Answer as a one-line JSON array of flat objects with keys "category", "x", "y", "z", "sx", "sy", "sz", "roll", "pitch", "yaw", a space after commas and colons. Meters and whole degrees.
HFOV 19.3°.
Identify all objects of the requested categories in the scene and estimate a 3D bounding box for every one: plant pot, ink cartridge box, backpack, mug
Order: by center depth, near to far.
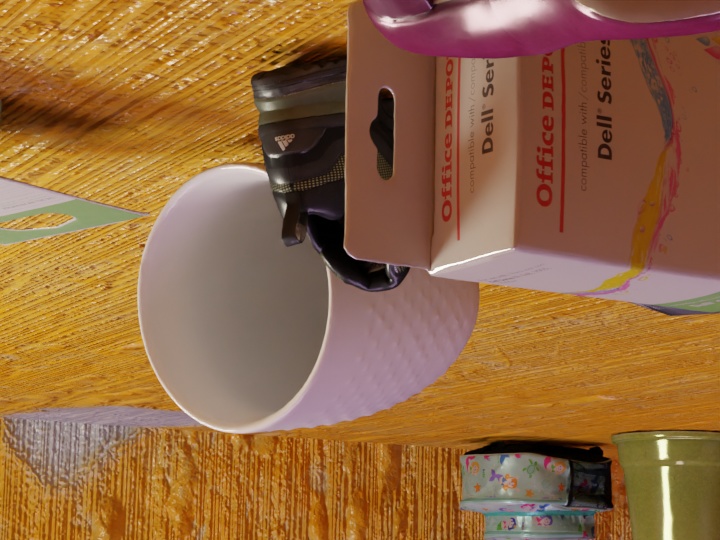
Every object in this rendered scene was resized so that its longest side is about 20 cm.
[{"category": "ink cartridge box", "x": 0.093, "y": -0.052, "z": 0.884, "sx": 0.199, "sy": 0.118, "sz": 0.067, "roll": 6, "pitch": 169, "yaw": -31}, {"category": "ink cartridge box", "x": -0.230, "y": -0.058, "z": 1.116, "sx": 0.199, "sy": 0.048, "sz": 0.145, "roll": 10, "pitch": 168, "yaw": -42}, {"category": "mug", "x": 0.000, "y": 0.000, "z": 1.203, "sx": 0.200, "sy": 0.148, "sz": 0.175, "roll": -41, "pitch": 156, "yaw": 31}, {"category": "plant pot", "x": 0.433, "y": 0.316, "z": 2.830, "sx": 0.198, "sy": 0.186, "sz": 0.200, "roll": 2, "pitch": 171, "yaw": 0}, {"category": "backpack", "x": 0.237, "y": 0.311, "z": 2.977, "sx": 0.199, "sy": 0.152, "sz": 0.177, "roll": 15, "pitch": 166, "yaw": -37}]

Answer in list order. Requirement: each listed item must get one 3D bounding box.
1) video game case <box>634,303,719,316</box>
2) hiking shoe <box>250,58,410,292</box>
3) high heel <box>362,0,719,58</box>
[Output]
[{"category": "video game case", "x": 0.288, "y": 0.011, "z": 1.540, "sx": 0.199, "sy": 0.019, "sz": 0.142, "roll": -6, "pitch": 168, "yaw": 32}, {"category": "hiking shoe", "x": 0.008, "y": -0.037, "z": 1.041, "sx": 0.075, "sy": 0.102, "sz": 0.199, "roll": -4, "pitch": 169, "yaw": 32}, {"category": "high heel", "x": 0.084, "y": -0.102, "z": 0.739, "sx": 0.199, "sy": 0.068, "sz": 0.096, "roll": 13, "pitch": 169, "yaw": 35}]
